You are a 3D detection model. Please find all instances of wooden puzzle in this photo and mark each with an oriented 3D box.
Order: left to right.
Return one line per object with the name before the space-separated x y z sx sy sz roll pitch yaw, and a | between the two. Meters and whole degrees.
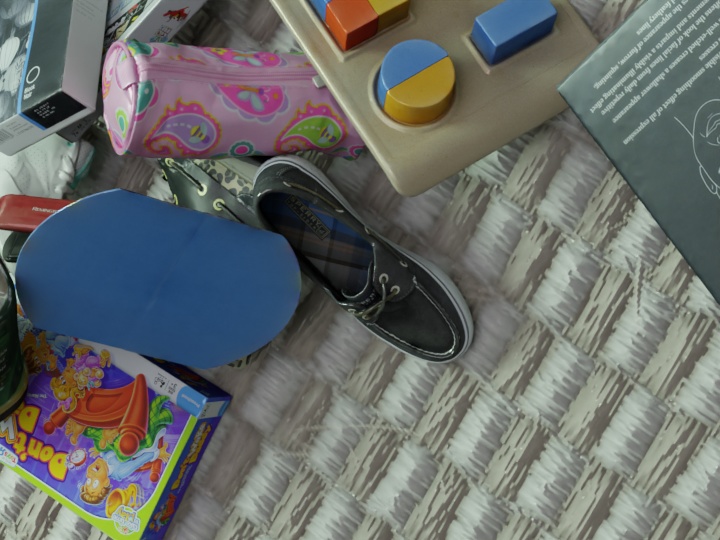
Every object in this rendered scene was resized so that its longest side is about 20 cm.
wooden puzzle | 0.054 -0.178 1.194 0.184 0.046 0.201 -30 79 -14

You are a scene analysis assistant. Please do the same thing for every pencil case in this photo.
pencil case | -0.083 -0.121 1.216 0.198 0.087 0.088 -1 87 -23

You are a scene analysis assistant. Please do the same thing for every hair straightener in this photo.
hair straightener | -0.166 -0.015 1.247 0.198 0.077 0.041 1 46 5

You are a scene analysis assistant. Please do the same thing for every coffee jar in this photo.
coffee jar | -0.295 0.045 1.242 0.085 0.200 0.105 -33 72 -20

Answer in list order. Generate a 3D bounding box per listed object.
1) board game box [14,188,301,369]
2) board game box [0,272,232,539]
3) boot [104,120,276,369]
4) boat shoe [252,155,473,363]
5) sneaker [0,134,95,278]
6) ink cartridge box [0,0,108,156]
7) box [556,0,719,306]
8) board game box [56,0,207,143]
board game box | -0.140 -0.005 1.198 0.158 0.198 0.039 -54 30 42
board game box | -0.215 0.108 1.332 0.199 0.045 0.135 29 99 19
boot | -0.133 -0.034 1.292 0.202 0.073 0.155 28 101 21
boat shoe | 0.000 0.000 1.205 0.070 0.066 0.200 -39 102 20
sneaker | -0.243 -0.066 1.321 0.088 0.075 0.202 -17 65 0
ink cartridge box | -0.234 -0.192 1.293 0.099 0.039 0.202 -23 51 35
box | 0.254 -0.093 1.108 0.148 0.107 0.201 -43 74 31
board game box | -0.179 -0.208 1.304 0.200 0.035 0.127 -45 43 14
